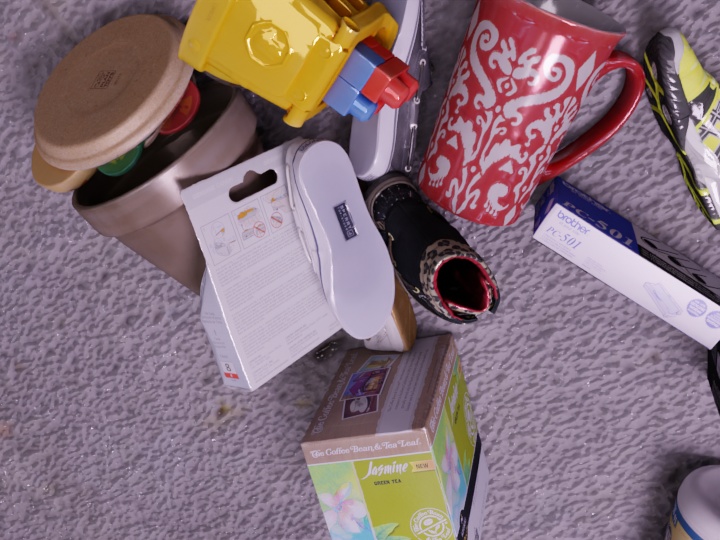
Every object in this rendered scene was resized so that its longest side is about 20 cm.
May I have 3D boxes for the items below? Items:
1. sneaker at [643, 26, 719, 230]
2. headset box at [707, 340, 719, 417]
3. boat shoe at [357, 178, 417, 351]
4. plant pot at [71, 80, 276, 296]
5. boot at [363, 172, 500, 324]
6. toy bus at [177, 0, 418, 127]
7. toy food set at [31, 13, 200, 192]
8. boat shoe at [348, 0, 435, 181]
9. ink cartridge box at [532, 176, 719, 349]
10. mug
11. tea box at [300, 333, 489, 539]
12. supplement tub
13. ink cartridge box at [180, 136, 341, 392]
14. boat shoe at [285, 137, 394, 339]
[{"bbox_3d":[0.321,-0.137,0.777,0.076,0.075,0.200,-26,114,13],"label":"sneaker"},{"bbox_3d":[0.443,0.104,0.798,0.199,0.149,0.078,-2,112,13],"label":"headset box"},{"bbox_3d":[0.000,0.000,0.902,0.069,0.071,0.201,-10,108,23],"label":"boat shoe"},{"bbox_3d":[-0.160,-0.066,0.865,0.199,0.200,0.174,-22,123,20],"label":"plant pot"},{"bbox_3d":[0.085,0.014,0.815,0.073,0.154,0.204,-36,127,1],"label":"boot"},{"bbox_3d":[-0.031,-0.208,0.747,0.192,0.200,0.136,35,121,-1],"label":"toy bus"},{"bbox_3d":[-0.240,-0.173,0.841,0.197,0.201,0.049,-10,146,23],"label":"toy food set"},{"bbox_3d":[0.040,-0.183,0.820,0.066,0.070,0.201,5,94,-34],"label":"boat shoe"},{"bbox_3d":[0.262,-0.011,0.823,0.199,0.094,0.044,32,115,-1],"label":"ink cartridge box"},{"bbox_3d":[0.155,-0.143,0.777,0.177,0.134,0.201,25,119,5],"label":"mug"},{"bbox_3d":[0.047,0.204,0.903,0.133,0.200,0.198,-11,109,18],"label":"tea box"},{"bbox_3d":[0.391,0.327,0.903,0.144,0.145,0.201,11,114,9],"label":"supplement tub"},{"bbox_3d":[-0.093,-0.008,0.820,0.050,0.162,0.201,-2,113,45],"label":"ink cartridge box"},{"bbox_3d":[-0.021,-0.032,0.811,0.073,0.065,0.201,-20,111,-21],"label":"boat shoe"}]
